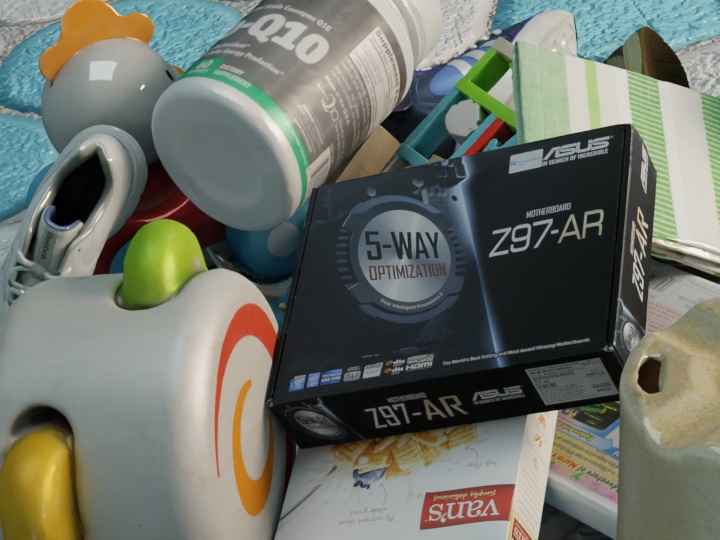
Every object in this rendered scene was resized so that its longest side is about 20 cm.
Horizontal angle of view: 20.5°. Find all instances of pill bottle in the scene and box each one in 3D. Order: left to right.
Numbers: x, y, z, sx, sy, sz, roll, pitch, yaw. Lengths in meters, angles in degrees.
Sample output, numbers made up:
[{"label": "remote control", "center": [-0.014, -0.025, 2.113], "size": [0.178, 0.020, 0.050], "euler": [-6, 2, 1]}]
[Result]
[{"label": "pill bottle", "center": [-0.036, -0.126, 1.300], "size": [0.113, 0.114, 0.200], "euler": [11, 43, 33]}]

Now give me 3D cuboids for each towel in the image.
[{"label": "towel", "center": [0.187, -0.059, 1.205], "size": [0.199, 0.023, 0.153], "euler": [14, 47, -13]}]

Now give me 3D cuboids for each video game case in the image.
[{"label": "video game case", "center": [0.145, 0.063, 1.116], "size": [0.182, 0.024, 0.200], "euler": [-34, 36, -25]}]

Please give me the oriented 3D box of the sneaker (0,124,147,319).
[{"label": "sneaker", "center": [-0.199, -0.001, 1.248], "size": [0.074, 0.201, 0.087], "euler": [20, 0, 1]}]

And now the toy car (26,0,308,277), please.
[{"label": "toy car", "center": [-0.146, -0.097, 1.359], "size": [0.176, 0.201, 0.184], "euler": [-24, 33, -20]}]

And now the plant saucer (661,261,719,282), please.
[{"label": "plant saucer", "center": [0.228, -0.046, 1.312], "size": [0.199, 0.032, 0.201], "euler": [-9, 32, 6]}]

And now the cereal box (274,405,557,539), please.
[{"label": "cereal box", "center": [0.037, 0.082, 1.087], "size": [0.143, 0.040, 0.201], "euler": [-11, 44, 27]}]

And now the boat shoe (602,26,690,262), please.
[{"label": "boat shoe", "center": [0.179, -0.072, 1.285], "size": [0.065, 0.073, 0.201], "euler": [-34, 30, 34]}]

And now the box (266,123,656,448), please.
[{"label": "box", "center": [0.057, 0.008, 1.080], "size": [0.199, 0.044, 0.161], "euler": [-10, 46, 25]}]

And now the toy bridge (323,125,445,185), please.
[{"label": "toy bridge", "center": [-0.002, -0.068, 1.349], "size": [0.067, 0.027, 0.200], "euler": [-52, 35, -3]}]

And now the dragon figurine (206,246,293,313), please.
[{"label": "dragon figurine", "center": [0.000, 0.000, 1.248], "size": [0.199, 0.059, 0.100], "euler": [23, 75, 42]}]

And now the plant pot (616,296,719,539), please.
[{"label": "plant pot", "center": [0.194, 0.117, 0.910], "size": [0.199, 0.184, 0.201], "euler": [-8, 31, 5]}]

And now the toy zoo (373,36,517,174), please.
[{"label": "toy zoo", "center": [0.060, -0.058, 1.316], "size": [0.200, 0.020, 0.131], "euler": [-47, 35, 0]}]

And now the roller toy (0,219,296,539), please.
[{"label": "roller toy", "center": [-0.121, 0.094, 1.058], "size": [0.139, 0.183, 0.201], "euler": [-3, 54, 14]}]

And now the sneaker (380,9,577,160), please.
[{"label": "sneaker", "center": [0.061, -0.136, 1.467], "size": [0.146, 0.081, 0.200], "euler": [12, 43, 27]}]
